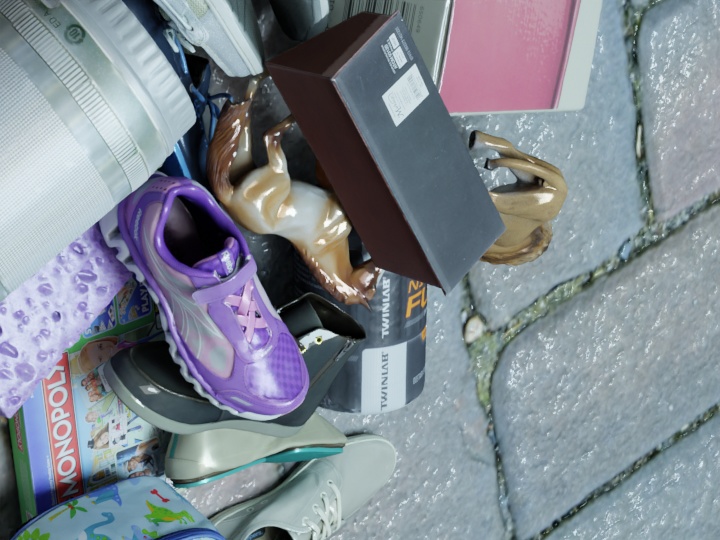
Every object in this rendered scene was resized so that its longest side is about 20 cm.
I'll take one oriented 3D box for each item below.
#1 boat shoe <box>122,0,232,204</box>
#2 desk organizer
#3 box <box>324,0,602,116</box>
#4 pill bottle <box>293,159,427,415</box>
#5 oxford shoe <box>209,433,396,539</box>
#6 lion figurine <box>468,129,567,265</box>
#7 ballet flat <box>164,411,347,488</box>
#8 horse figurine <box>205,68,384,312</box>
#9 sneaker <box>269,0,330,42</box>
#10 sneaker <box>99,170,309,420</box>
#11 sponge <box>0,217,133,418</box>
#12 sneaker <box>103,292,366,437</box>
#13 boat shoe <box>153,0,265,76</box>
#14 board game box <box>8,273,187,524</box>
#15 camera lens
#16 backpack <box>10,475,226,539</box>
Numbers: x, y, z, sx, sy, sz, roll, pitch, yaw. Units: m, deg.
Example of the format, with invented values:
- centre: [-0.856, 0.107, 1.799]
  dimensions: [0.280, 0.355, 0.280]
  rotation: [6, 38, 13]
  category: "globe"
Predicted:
- centre: [-0.128, -0.129, 1.495]
  dimensions: [0.068, 0.084, 0.201]
  rotation: [-35, 130, -23]
  category: "boat shoe"
- centre: [0.018, -0.084, 1.486]
  dimensions: [0.072, 0.077, 0.201]
  rotation: [-47, 129, -23]
  category: "desk organizer"
- centre: [0.072, -0.181, 1.590]
  dimensions: [0.199, 0.127, 0.110]
  rotation: [-8, 112, -52]
  category: "box"
- centre: [0.000, 0.000, 1.646]
  dimensions: [0.106, 0.106, 0.202]
  rotation: [-17, 119, -35]
  category: "pill bottle"
- centre: [-0.042, 0.197, 1.729]
  dimensions: [0.199, 0.058, 0.076]
  rotation: [-27, 122, -32]
  category: "oxford shoe"
- centre: [0.119, -0.050, 1.698]
  dimensions: [0.121, 0.200, 0.073]
  rotation: [12, 79, -13]
  category: "lion figurine"
- centre: [-0.078, 0.122, 1.652]
  dimensions: [0.199, 0.069, 0.070]
  rotation: [-5, 113, -56]
  category: "ballet flat"
- centre: [-0.044, -0.063, 1.522]
  dimensions: [0.199, 0.050, 0.133]
  rotation: [22, 94, -41]
  category: "horse figurine"
- centre: [-0.099, -0.237, 1.490]
  dimensions: [0.115, 0.075, 0.202]
  rotation: [-28, 116, -22]
  category: "sneaker"
- centre: [-0.098, 0.015, 1.470]
  dimensions: [0.080, 0.088, 0.201]
  rotation: [-40, 102, -30]
  category: "sneaker"
- centre: [-0.216, -0.010, 1.478]
  dimensions: [0.200, 0.030, 0.112]
  rotation: [-51, 123, -21]
  category: "sponge"
- centre: [-0.090, 0.058, 1.553]
  dimensions: [0.199, 0.075, 0.106]
  rotation: [8, 128, -49]
  category: "sneaker"
- centre: [-0.131, -0.201, 1.422]
  dimensions: [0.064, 0.075, 0.202]
  rotation: [-27, 131, 17]
  category: "boat shoe"
- centre: [-0.194, 0.092, 1.570]
  dimensions: [0.134, 0.029, 0.202]
  rotation: [-22, 121, -34]
  category: "board game box"
- centre: [-0.224, -0.087, 1.361]
  dimensions: [0.200, 0.160, 0.160]
  rotation: [-41, 130, -10]
  category: "camera lens"
- centre: [-0.170, 0.262, 1.559]
  dimensions: [0.182, 0.147, 0.201]
  rotation: [-22, 135, -33]
  category: "backpack"
